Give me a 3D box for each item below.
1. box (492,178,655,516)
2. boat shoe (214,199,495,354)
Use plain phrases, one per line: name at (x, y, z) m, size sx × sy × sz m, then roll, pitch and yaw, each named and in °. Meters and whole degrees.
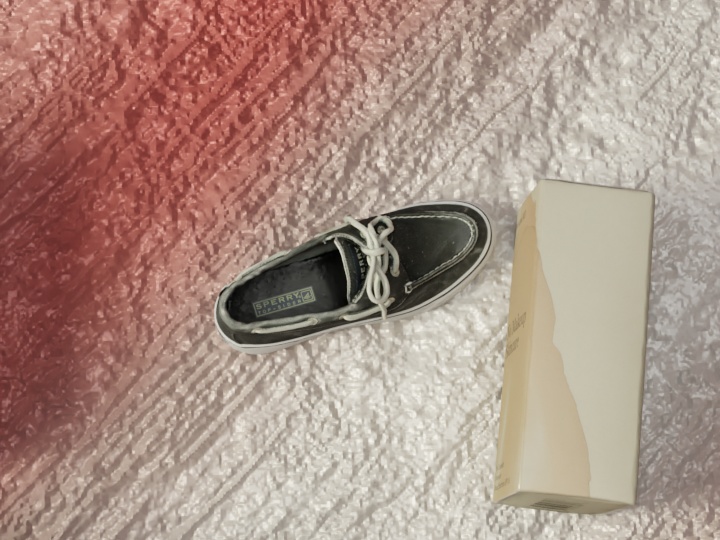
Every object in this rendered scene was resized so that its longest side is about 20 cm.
box at (0.138, 0.051, 1.012) m, size 0.077 × 0.095 × 0.202 m, roll 7°, pitch 75°, yaw -4°
boat shoe at (-0.001, -0.003, 1.022) m, size 0.197 × 0.068 × 0.074 m, roll -14°, pitch 79°, yaw -9°
